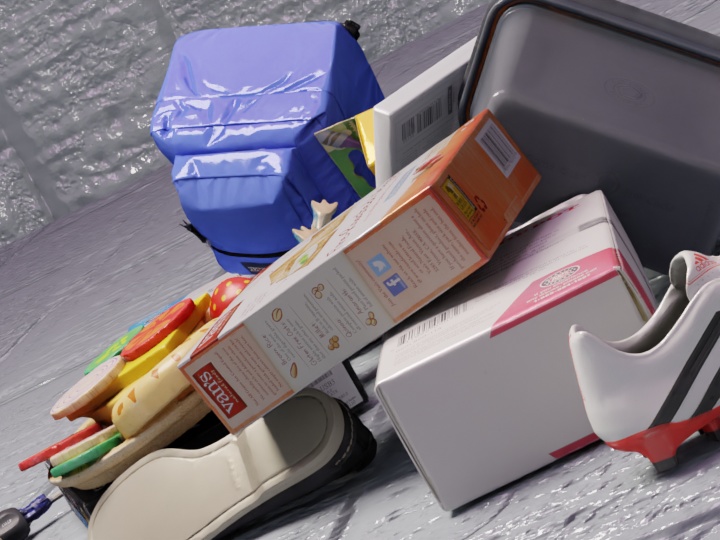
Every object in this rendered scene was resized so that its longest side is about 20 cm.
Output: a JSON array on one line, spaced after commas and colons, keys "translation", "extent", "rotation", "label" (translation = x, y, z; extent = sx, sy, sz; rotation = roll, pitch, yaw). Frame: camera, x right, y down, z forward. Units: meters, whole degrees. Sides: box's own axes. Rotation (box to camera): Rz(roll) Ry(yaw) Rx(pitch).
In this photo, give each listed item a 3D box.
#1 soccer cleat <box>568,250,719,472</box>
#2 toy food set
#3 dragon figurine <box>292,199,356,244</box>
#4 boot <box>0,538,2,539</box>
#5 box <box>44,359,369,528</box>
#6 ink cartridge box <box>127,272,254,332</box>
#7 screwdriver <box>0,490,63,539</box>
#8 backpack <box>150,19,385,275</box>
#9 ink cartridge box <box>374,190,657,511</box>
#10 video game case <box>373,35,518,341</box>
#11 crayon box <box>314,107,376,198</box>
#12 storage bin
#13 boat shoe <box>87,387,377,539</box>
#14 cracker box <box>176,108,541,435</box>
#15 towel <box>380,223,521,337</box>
[{"translation": [0.193, 0.018, 1.061], "extent": [0.200, 0.085, 0.069], "rotation": [-29, 10, -4], "label": "soccer cleat"}, {"translation": [-0.134, 0.073, 1.438], "extent": [0.198, 0.049, 0.200], "rotation": [-33, 12, 28], "label": "toy food set"}, {"translation": [-0.016, 0.015, 1.499], "extent": [0.059, 0.100, 0.200], "rotation": [2, 21, 3], "label": "dragon figurine"}, {"translation": [-0.277, 0.213, 1.398], "extent": [0.200, 0.073, 0.151], "rotation": [-26, 9, 41], "label": "boot"}, {"translation": [-0.110, 0.111, 1.511], "extent": [0.198, 0.050, 0.200], "rotation": [-29, 10, -11], "label": "box"}, {"translation": [-0.109, 0.058, 1.707], "extent": [0.116, 0.067, 0.200], "rotation": [-28, 10, -5], "label": "ink cartridge box"}, {"translation": [-0.213, 0.156, 1.603], "extent": [0.200, 0.028, 0.029], "rotation": [-36, 41, -25], "label": "screwdriver"}, {"translation": [-0.060, -0.075, 1.701], "extent": [0.162, 0.200, 0.168], "rotation": [3, 62, 24], "label": "backpack"}, {"translation": [0.093, 0.038, 1.226], "extent": [0.146, 0.083, 0.200], "rotation": [-27, 10, 9], "label": "ink cartridge box"}, {"translation": [0.060, -0.051, 1.493], "extent": [0.018, 0.200, 0.143], "rotation": [22, 42, 32], "label": "video game case"}, {"translation": [0.084, -0.088, 1.594], "extent": [0.200, 0.126, 0.052], "rotation": [-22, 55, 12], "label": "crayon box"}, {"translation": [0.150, -0.071, 1.367], "extent": [0.134, 0.200, 0.146], "rotation": [-65, -6, -58], "label": "storage bin"}, {"translation": [-0.077, 0.136, 1.335], "extent": [0.200, 0.073, 0.063], "rotation": [-29, -34, 26], "label": "boat shoe"}, {"translation": [0.000, 0.000, 1.278], "extent": [0.200, 0.058, 0.134], "rotation": [-36, 8, 27], "label": "cracker box"}, {"translation": [0.047, -0.001, 1.688], "extent": [0.200, 0.032, 0.191], "rotation": [-30, 11, -2], "label": "towel"}]
